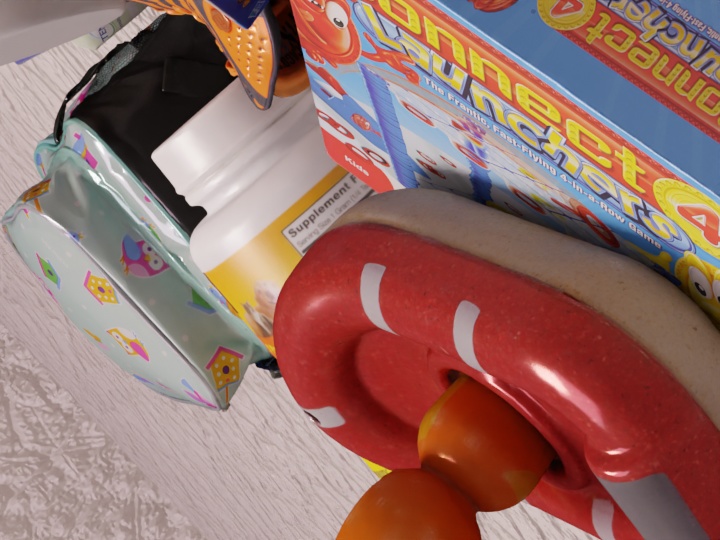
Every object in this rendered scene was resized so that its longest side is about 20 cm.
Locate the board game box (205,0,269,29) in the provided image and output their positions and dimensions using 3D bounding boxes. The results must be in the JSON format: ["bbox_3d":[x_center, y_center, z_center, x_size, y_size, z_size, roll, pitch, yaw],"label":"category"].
[{"bbox_3d":[-0.094,-0.144,0.803,0.134,0.045,0.200,37,-177,10],"label":"board game box"}]

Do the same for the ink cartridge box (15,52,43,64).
[{"bbox_3d":[-0.230,-0.211,1.487,0.200,0.043,0.196,49,167,-11],"label":"ink cartridge box"}]

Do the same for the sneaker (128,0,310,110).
[{"bbox_3d":[-0.065,-0.116,1.116,0.112,0.078,0.200,51,168,-7],"label":"sneaker"}]

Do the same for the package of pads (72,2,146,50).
[{"bbox_3d":[-0.186,-0.215,1.255,0.200,0.068,0.155,43,167,24],"label":"package of pads"}]

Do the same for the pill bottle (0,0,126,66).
[{"bbox_3d":[-0.166,-0.182,1.031,0.114,0.113,0.201,164,88,-77],"label":"pill bottle"}]

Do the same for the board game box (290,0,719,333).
[{"bbox_3d":[0.069,-0.045,0.857,0.200,0.056,0.196,36,165,19],"label":"board game box"}]

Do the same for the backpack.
[{"bbox_3d":[-0.086,-0.025,1.315,0.176,0.153,0.200,45,175,-9],"label":"backpack"}]

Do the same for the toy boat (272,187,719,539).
[{"bbox_3d":[0.038,0.061,0.872,0.200,0.131,0.131,22,156,53],"label":"toy boat"}]

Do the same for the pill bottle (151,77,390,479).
[{"bbox_3d":[0.000,0.000,1.172,0.200,0.109,0.109,50,168,-5],"label":"pill bottle"}]
